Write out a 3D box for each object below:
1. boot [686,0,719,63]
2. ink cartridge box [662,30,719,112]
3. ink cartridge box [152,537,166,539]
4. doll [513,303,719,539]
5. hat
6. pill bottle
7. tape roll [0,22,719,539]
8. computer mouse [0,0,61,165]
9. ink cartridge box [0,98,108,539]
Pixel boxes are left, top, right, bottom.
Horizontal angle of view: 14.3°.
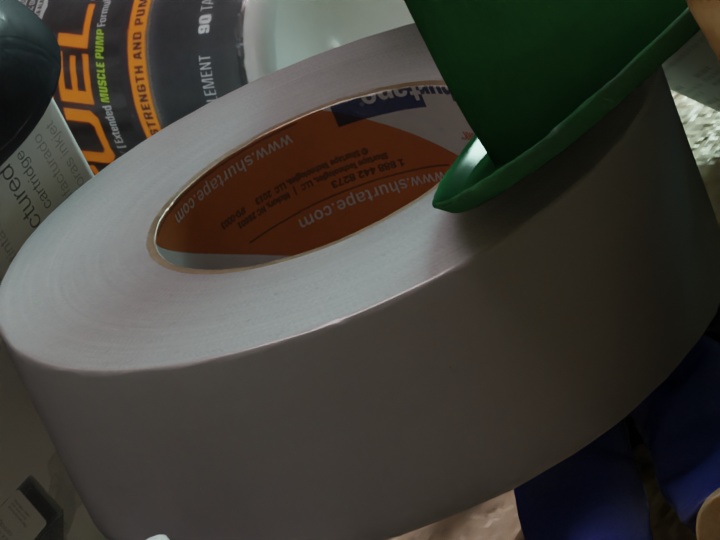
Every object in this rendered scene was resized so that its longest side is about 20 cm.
[{"bbox_3d":[0.117,0.010,0.655,0.174,0.201,0.066,-22,29,11],"label":"boot"},{"bbox_3d":[0.051,-0.111,0.879,0.160,0.199,0.047,129,167,-88],"label":"ink cartridge box"},{"bbox_3d":[-0.097,0.146,0.613,0.159,0.047,0.200,-27,17,2],"label":"ink cartridge box"},{"bbox_3d":[0.067,0.033,0.825,0.136,0.049,0.200,-24,29,7],"label":"doll"},{"bbox_3d":[0.018,-0.127,0.698,0.166,0.176,0.200,-40,6,43],"label":"hat"},{"bbox_3d":[-0.080,-0.073,1.073,0.199,0.107,0.106,-4,37,40],"label":"pill bottle"},{"bbox_3d":[0.000,0.000,0.814,0.199,0.066,0.200,-19,23,8],"label":"tape roll"},{"bbox_3d":[-0.157,-0.029,0.822,0.138,0.053,0.200,3,43,30],"label":"computer mouse"},{"bbox_3d":[-0.153,0.055,0.883,0.085,0.146,0.200,8,45,44],"label":"ink cartridge box"}]
